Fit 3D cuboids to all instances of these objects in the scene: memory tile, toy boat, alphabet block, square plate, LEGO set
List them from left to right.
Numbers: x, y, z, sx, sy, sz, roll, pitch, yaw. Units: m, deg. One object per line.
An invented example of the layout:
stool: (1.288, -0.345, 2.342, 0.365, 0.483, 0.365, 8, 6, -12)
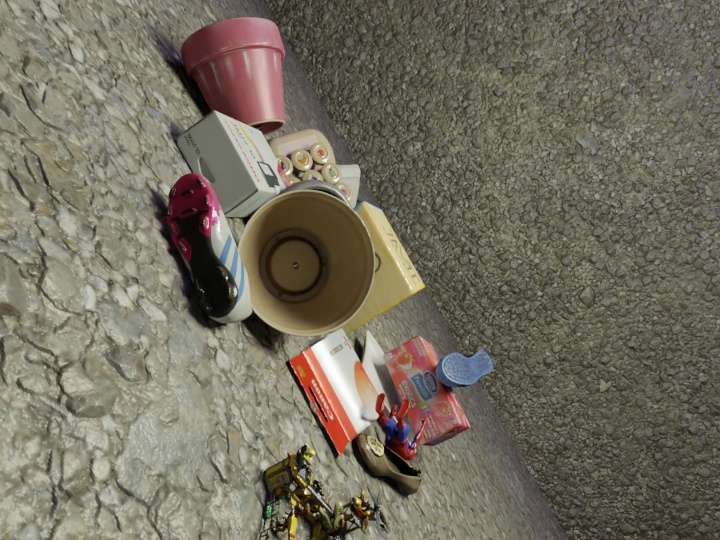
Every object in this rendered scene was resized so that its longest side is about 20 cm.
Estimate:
toy boat: (-0.155, -0.238, 1.175, 0.199, 0.130, 0.133, -27, 101, -39)
memory tile: (-0.120, -0.179, 1.074, 0.155, 0.198, 0.017, 61, -29, 2)
LEGO set: (-0.023, 0.265, 0.509, 0.155, 0.115, 0.200, 57, 12, -13)
square plate: (-0.049, -0.153, 1.236, 0.200, 0.028, 0.202, -28, 131, -67)
alphabet block: (0.000, 0.000, 1.074, 0.202, 0.194, 0.196, 59, 13, 6)
square plate: (0.052, 0.246, 1.061, 0.202, 0.028, 0.198, 58, 12, -12)

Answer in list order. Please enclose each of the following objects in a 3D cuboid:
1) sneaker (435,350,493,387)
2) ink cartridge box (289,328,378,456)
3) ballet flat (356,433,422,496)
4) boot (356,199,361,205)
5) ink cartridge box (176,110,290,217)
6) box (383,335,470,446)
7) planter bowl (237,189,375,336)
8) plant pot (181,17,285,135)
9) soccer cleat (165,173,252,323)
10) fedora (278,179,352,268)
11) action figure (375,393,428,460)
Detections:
sneaker: (0.199, 0.211, 1.054, 0.198, 0.078, 0.071, 5, 55, -50)
ink cartridge box: (-0.032, 0.186, 0.837, 0.164, 0.050, 0.200, 61, 8, 4)
ballet flat: (0.055, 0.325, 0.868, 0.201, 0.046, 0.068, 52, 14, -37)
boot: (-0.052, -0.154, 1.366, 0.200, 0.129, 0.068, 50, 14, -40)
ink cartridge box: (-0.204, -0.174, 0.886, 0.147, 0.082, 0.200, 60, 11, -1)
box: (0.137, 0.252, 1.071, 0.100, 0.095, 0.202, 39, 24, -60)
planter bowl: (-0.090, -0.008, 0.775, 0.202, 0.199, 0.135, 58, -15, -7)
plant pot: (-0.233, -0.363, 1.013, 0.200, 0.196, 0.182, -41, 116, -78)
soccer cleat: (-0.190, -0.024, 0.652, 0.086, 0.069, 0.203, 56, 13, -72)
fedora: (-0.099, -0.063, 0.932, 0.174, 0.204, 0.090, 16, -3, -25)
action figure: (0.074, 0.263, 0.905, 0.202, 0.064, 0.100, 80, 29, -44)
